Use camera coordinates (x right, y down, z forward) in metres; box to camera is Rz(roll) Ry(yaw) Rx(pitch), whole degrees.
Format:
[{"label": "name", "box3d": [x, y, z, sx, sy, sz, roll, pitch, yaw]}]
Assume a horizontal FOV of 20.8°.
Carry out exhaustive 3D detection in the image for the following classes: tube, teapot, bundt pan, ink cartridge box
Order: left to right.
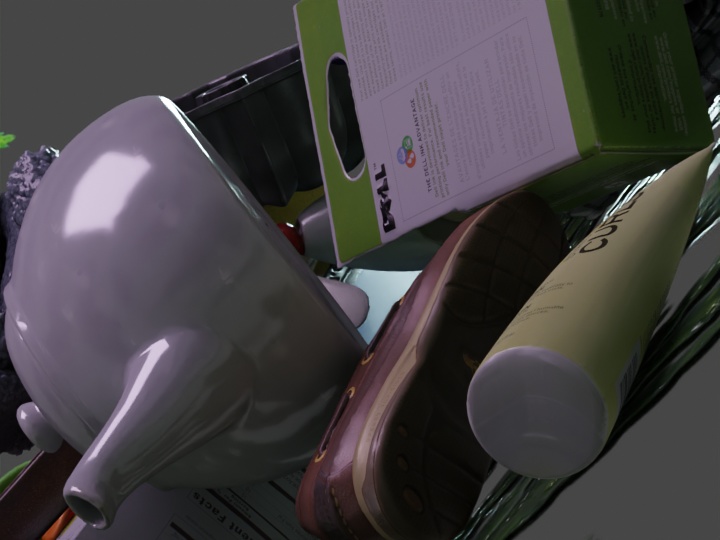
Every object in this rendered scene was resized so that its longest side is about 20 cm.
[{"label": "teapot", "box3d": [-0.094, 0.028, 0.895, 0.146, 0.198, 0.200, -39, -25, 2]}, {"label": "bundt pan", "box3d": [-0.068, -0.076, 1.165, 0.201, 0.076, 0.202, -24, 11, 5]}, {"label": "ink cartridge box", "box3d": [0.059, -0.097, 0.942, 0.075, 0.149, 0.200, -3, -13, -36]}, {"label": "tube", "box3d": [0.091, 0.010, 0.747, 0.058, 0.052, 0.200, -2, 22, 23]}]

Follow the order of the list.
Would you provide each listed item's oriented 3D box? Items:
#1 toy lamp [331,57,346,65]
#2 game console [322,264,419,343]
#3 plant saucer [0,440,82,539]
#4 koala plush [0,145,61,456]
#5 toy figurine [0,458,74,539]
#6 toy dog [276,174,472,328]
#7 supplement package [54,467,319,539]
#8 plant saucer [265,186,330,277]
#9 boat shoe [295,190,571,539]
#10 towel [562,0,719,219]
[{"label": "toy lamp", "box3d": [0.059, -0.102, 1.108, 0.058, 0.200, 0.058, -25, 52, 36]}, {"label": "game console", "box3d": [0.014, 0.064, 1.211, 0.200, 0.118, 0.172, -58, -22, -63]}, {"label": "plant saucer", "box3d": [-0.162, 0.106, 1.066, 0.200, 0.032, 0.200, -47, 3, 3]}, {"label": "koala plush", "box3d": [-0.237, -0.008, 1.115, 0.178, 0.200, 0.184, -57, -10, 0]}, {"label": "toy figurine", "box3d": [-0.143, 0.193, 1.153, 0.184, 0.150, 0.201, -24, 46, 57]}, {"label": "toy dog", "box3d": [0.000, 0.000, 1.102, 0.199, 0.097, 0.132, -26, 6, 8]}, {"label": "supplement package", "box3d": [-0.082, 0.132, 1.000, 0.114, 0.109, 0.200, -46, 6, 43]}, {"label": "plant saucer", "box3d": [-0.053, 0.042, 1.292, 0.200, 0.048, 0.201, 91, -165, -49]}, {"label": "boat shoe", "box3d": [0.031, 0.038, 0.831, 0.067, 0.072, 0.200, -17, 29, 40]}, {"label": "towel", "box3d": [0.125, -0.146, 1.024, 0.166, 0.085, 0.201, -47, 30, 34]}]
